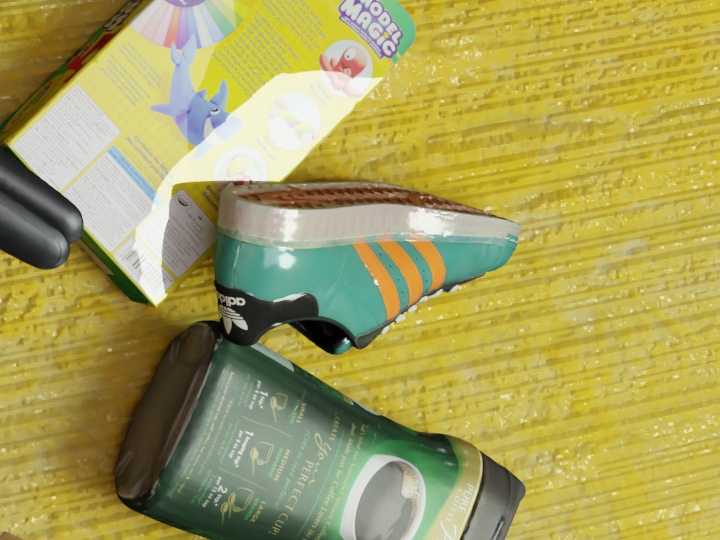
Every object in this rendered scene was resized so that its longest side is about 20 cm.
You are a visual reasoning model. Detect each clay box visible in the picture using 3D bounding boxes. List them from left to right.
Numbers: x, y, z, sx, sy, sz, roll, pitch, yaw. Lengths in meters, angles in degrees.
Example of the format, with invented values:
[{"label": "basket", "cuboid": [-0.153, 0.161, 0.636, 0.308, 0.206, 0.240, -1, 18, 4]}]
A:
[{"label": "clay box", "cuboid": [-0.076, -0.092, 1.400, 0.200, 0.048, 0.115, -45, 108, -14]}]

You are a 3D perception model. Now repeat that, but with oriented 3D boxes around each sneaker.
[{"label": "sneaker", "cuboid": [0.000, 0.000, 1.412, 0.200, 0.071, 0.080, 0, 105, -44]}]

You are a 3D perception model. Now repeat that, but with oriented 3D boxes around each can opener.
[{"label": "can opener", "cuboid": [-0.221, -0.063, 1.329, 0.200, 0.063, 0.079, 26, 127, -10]}]

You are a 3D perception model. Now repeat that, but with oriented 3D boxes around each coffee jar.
[{"label": "coffee jar", "cuboid": [-0.017, 0.110, 1.419, 0.200, 0.085, 0.104, 27, 82, -21]}]

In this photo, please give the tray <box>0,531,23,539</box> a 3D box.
[{"label": "tray", "cuboid": [-0.111, 0.214, 1.345, 0.099, 0.200, 0.037, -62, 155, -7]}]
